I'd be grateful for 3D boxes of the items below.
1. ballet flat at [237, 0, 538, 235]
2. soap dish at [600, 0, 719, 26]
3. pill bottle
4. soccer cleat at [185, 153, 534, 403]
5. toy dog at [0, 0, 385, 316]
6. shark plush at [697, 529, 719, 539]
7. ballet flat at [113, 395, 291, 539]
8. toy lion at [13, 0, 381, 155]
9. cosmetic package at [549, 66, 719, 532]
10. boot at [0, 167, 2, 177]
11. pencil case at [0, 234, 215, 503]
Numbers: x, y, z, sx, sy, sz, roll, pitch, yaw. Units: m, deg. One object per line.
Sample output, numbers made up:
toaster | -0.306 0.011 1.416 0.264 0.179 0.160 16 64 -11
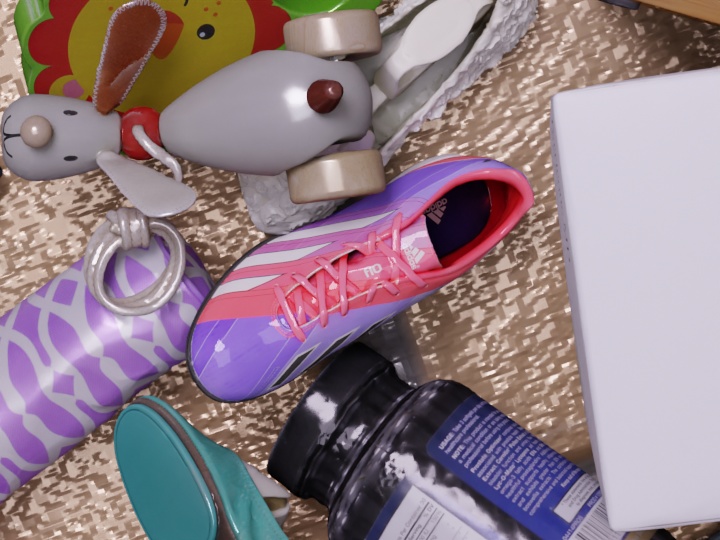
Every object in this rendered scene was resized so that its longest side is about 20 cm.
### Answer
ballet flat | 0.008 -0.097 1.080 0.200 0.072 0.072 -43 91 7
soap dish | 0.184 -0.153 0.997 0.156 0.200 0.082 16 99 2
pill bottle | 0.055 0.128 1.064 0.199 0.112 0.112 36 96 12
soccer cleat | 0.000 0.000 1.047 0.199 0.073 0.069 -32 102 -22
toy dog | -0.074 -0.071 1.003 0.199 0.096 0.133 -27 86 -1
shark plush | 0.191 0.161 1.078 0.199 0.083 0.091 -25 93 5
ballet flat | -0.055 0.144 1.036 0.201 0.070 0.068 55 131 32
toy lion | -0.076 -0.145 1.047 0.198 0.069 0.193 -10 133 -12
cosmetic package | 0.162 0.005 1.010 0.122 0.200 0.201 -8 93 4
boot | -0.297 -0.065 1.084 0.199 0.075 0.097 29 70 0
pencil case | -0.157 0.053 1.098 0.199 0.086 0.084 -34 53 6
